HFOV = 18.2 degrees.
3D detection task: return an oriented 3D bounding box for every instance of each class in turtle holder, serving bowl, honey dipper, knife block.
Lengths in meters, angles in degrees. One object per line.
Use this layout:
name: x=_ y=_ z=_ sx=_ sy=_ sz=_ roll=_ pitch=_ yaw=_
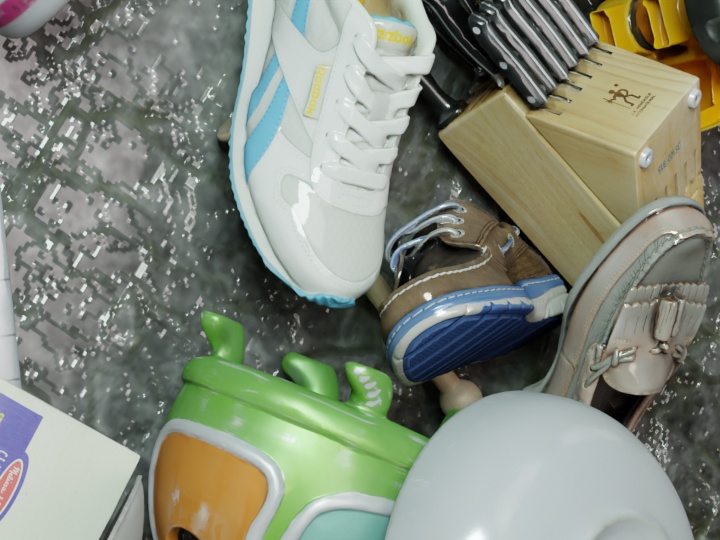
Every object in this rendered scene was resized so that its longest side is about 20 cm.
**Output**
turtle holder: x=-0.025 y=0.110 z=1.080 sx=0.141 sy=0.186 sz=0.132 roll=19 pitch=84 yaw=16
serving bowl: x=0.098 y=0.154 z=1.036 sx=0.200 sy=0.066 sz=0.200 roll=7 pitch=80 yaw=-46
honey dipper: x=0.000 y=0.000 z=1.134 sx=0.038 sy=0.038 sz=0.200 roll=-42 pitch=106 yaw=-21
knife block: x=0.087 y=-0.073 z=1.159 sx=0.064 sy=0.175 sz=0.200 roll=-47 pitch=145 yaw=-29

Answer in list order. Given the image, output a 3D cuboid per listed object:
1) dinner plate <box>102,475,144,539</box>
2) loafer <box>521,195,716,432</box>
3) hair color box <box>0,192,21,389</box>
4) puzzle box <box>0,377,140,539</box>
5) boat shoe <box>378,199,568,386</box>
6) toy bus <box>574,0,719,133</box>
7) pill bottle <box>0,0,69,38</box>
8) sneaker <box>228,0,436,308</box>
dinner plate: x=-0.134 y=0.182 z=0.977 sx=0.024 sy=0.200 sz=0.200 roll=27 pitch=77 yaw=-2
loafer: x=0.129 y=0.054 z=1.125 sx=0.072 sy=0.063 sz=0.200 roll=1 pitch=132 yaw=-33
hair color box: x=-0.208 y=0.067 z=1.016 sx=0.099 sy=0.061 sz=0.200 roll=-7 pitch=93 yaw=-27
puzzle box: x=-0.196 y=0.137 z=0.974 sx=0.133 sy=0.025 sz=0.200 roll=33 pitch=76 yaw=-23
boat shoe: x=0.045 y=0.008 z=1.101 sx=0.072 sy=0.200 sz=0.072 roll=-33 pitch=80 yaw=14
toy bus: x=0.188 y=-0.185 z=1.192 sx=0.192 sy=0.136 sz=0.200 roll=-21 pitch=98 yaw=-40
pill bottle: x=-0.198 y=-0.204 z=0.994 sx=0.200 sy=0.113 sz=0.113 roll=38 pitch=73 yaw=-22
sneaker: x=-0.010 y=-0.083 z=1.070 sx=0.076 sy=0.081 sz=0.200 roll=10 pitch=73 yaw=-41
